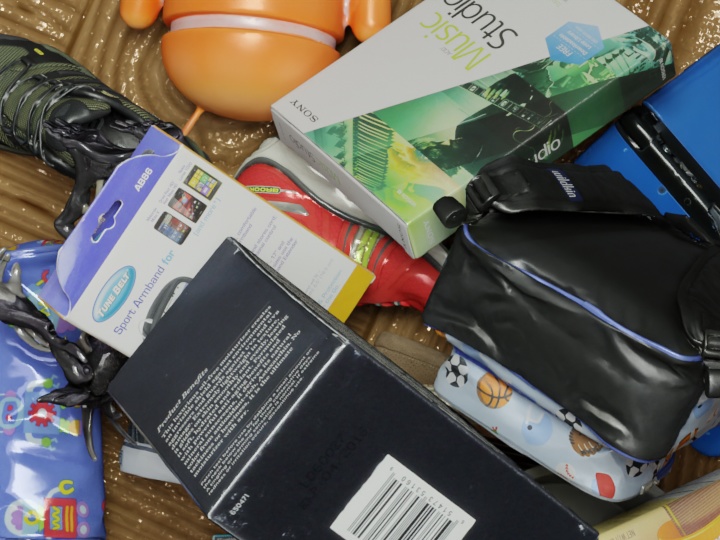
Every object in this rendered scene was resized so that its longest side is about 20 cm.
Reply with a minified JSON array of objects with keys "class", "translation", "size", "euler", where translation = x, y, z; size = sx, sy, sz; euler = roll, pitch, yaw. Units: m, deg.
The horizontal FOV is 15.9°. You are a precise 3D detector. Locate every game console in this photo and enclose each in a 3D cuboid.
[{"class":"game console","translation":[0.230,-0.017,1.607],"size":[0.200,0.118,0.171],"euler":[50,120,7]}]

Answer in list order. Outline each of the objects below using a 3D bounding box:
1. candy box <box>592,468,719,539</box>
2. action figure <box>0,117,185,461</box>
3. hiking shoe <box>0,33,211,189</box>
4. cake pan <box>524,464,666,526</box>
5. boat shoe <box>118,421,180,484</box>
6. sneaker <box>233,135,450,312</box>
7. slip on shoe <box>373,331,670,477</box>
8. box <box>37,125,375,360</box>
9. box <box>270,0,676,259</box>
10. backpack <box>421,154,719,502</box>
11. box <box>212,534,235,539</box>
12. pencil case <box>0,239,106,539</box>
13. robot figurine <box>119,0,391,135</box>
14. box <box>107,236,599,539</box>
[{"class":"candy box","translation":[0.202,0.188,1.524],"size":[0.200,0.055,0.116],"euler":[-21,89,-26]},{"class":"action figure","translation":[-0.156,0.006,1.530],"size":[0.102,0.119,0.200],"euler":[30,119,40]},{"class":"hiking shoe","translation":[-0.185,-0.100,1.600],"size":[0.200,0.101,0.076],"euler":[25,85,5]},{"class":"cake pan","translation":[0.125,0.214,1.539],"size":[0.200,0.037,0.201],"euler":[3,83,-25]},{"class":"boat shoe","translation":[-0.046,0.100,1.584],"size":[0.200,0.071,0.091],"euler":[11,87,9]},{"class":"sneaker","translation":[0.000,0.000,1.595],"size":[0.200,0.077,0.085],"euler":[34,85,17]},{"class":"slip on shoe","translation":[0.095,0.084,1.583],"size":[0.200,0.076,0.061],"euler":[9,73,11]},{"class":"box","translation":[-0.094,0.004,1.485],"size":[0.119,0.200,0.041],"euler":[-56,40,0]},{"class":"box","translation":[0.066,-0.107,1.530],"size":[0.200,0.036,0.144],"euler":[-37,49,-14]},{"class":"backpack","translation":[0.148,0.034,1.486],"size":[0.200,0.190,0.154],"euler":[37,122,21]},{"class":"box","translation":[0.011,0.200,1.583],"size":[0.200,0.049,0.082],"euler":[-2,84,4]},{"class":"pencil case","translation":[-0.204,0.080,1.595],"size":[0.087,0.078,0.200],"euler":[-1,83,-12]},{"class":"robot figurine","translation":[-0.065,-0.180,1.595],"size":[0.144,0.117,0.200],"euler":[8,83,-28]},{"class":"box","translation":[-0.009,0.106,1.414],"size":[0.200,0.198,0.123],"euler":[39,91,-27]}]
